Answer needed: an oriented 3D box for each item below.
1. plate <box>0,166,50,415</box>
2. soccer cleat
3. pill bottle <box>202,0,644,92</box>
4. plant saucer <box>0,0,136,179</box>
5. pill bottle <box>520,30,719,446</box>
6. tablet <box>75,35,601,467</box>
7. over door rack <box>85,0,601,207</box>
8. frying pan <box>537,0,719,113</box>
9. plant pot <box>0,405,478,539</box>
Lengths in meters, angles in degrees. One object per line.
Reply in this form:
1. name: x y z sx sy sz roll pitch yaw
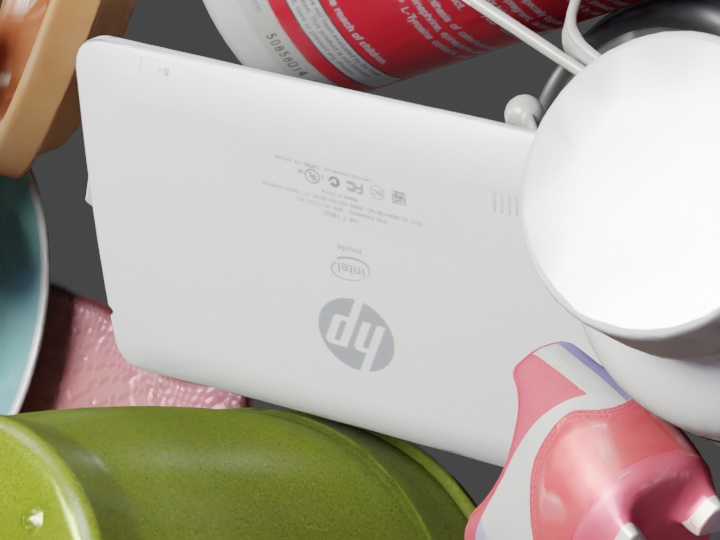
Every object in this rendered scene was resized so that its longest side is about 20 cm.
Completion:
1. plate: -0.194 0.020 1.122 0.200 0.026 0.201 -9 72 31
2. soccer cleat: 0.056 0.113 0.873 0.077 0.066 0.200 54 144 39
3. pill bottle: 0.049 -0.133 0.956 0.199 0.112 0.113 -16 68 28
4. plant saucer: -0.095 -0.128 1.032 0.200 0.032 0.201 -163 90 -76
5. pill bottle: 0.127 0.000 0.814 0.111 0.200 0.112 -10 71 30
6. tablet: 0.000 0.000 0.914 0.199 0.014 0.131 14 128 26
7. over door rack: 0.017 -0.049 0.923 0.200 0.067 0.148 27 131 16
8. frying pan: 0.131 -0.046 0.932 0.189 0.031 0.115 -9 73 33
9. plant pot: -0.080 0.125 0.916 0.200 0.193 0.201 -10 71 31
